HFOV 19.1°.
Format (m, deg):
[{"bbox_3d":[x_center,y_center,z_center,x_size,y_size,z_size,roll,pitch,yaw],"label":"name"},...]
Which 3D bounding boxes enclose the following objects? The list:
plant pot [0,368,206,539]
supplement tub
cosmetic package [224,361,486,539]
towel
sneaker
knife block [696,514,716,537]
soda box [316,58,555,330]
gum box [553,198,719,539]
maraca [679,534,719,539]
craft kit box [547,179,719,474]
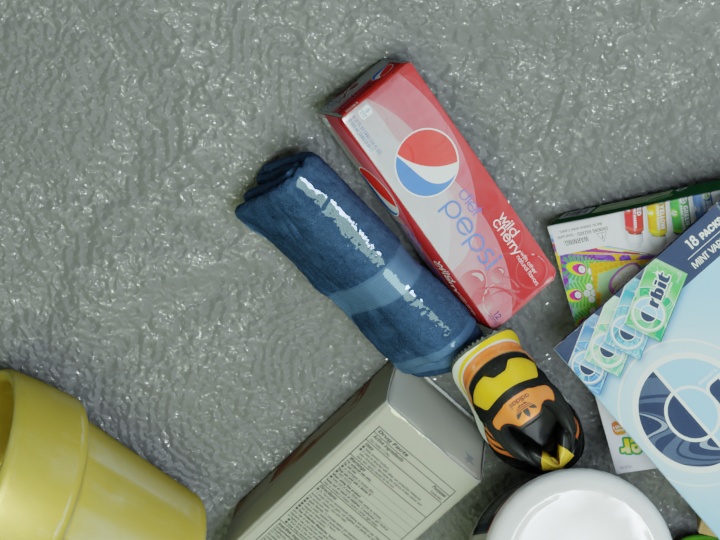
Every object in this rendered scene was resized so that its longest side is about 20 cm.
[{"bbox_3d":[-0.231,0.202,1.666,0.188,0.201,0.201,24,117,-24],"label":"plant pot"},{"bbox_3d":[0.152,0.221,1.595,0.140,0.200,0.141,0,82,-2],"label":"supplement tub"},{"bbox_3d":[-0.005,0.174,1.675,0.103,0.087,0.200,42,114,-12],"label":"cosmetic package"},{"bbox_3d":[0.000,0.000,1.580,0.200,0.112,0.049,46,67,-13],"label":"towel"},{"bbox_3d":[0.130,0.123,1.590,0.070,0.090,0.200,-34,144,3],"label":"sneaker"},{"bbox_3d":[0.303,0.085,1.613,0.199,0.064,0.176,-30,108,19],"label":"knife block"},{"bbox_3d":[0.057,-0.055,1.558,0.070,0.063,0.200,-40,108,-10],"label":"soda box"},{"bbox_3d":[0.264,0.074,1.511,0.200,0.045,0.170,48,120,5],"label":"gum box"},{"bbox_3d":[0.288,0.296,1.688,0.107,0.137,0.200,-3,135,53],"label":"maraca"},{"bbox_3d":[0.255,0.037,1.554,0.199,0.048,0.198,-13,102,29],"label":"craft kit box"}]
